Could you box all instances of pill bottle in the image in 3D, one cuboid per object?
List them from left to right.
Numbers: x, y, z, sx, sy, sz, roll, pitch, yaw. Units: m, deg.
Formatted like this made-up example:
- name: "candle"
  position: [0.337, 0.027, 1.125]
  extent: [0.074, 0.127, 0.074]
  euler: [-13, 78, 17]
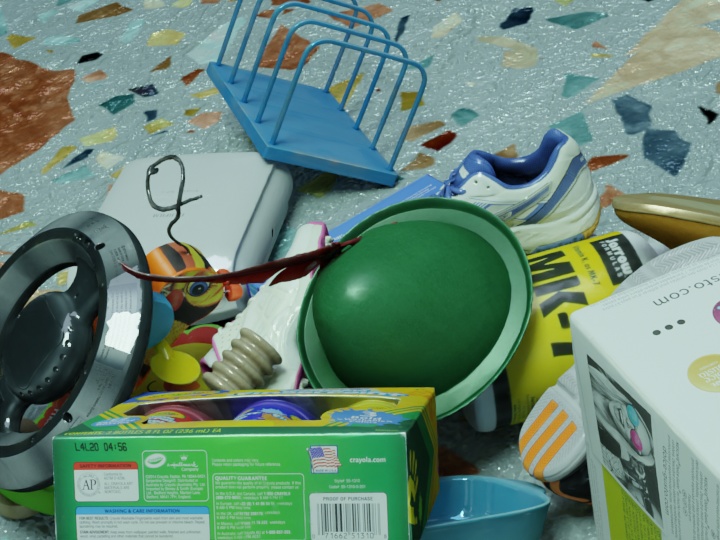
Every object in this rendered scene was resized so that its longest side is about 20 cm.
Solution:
- name: "pill bottle"
  position: [0.162, 0.037, 1.005]
  extent: [0.199, 0.115, 0.115]
  euler: [-16, 35, -5]

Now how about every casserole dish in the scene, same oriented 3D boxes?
- name: "casserole dish"
  position: [0.027, 0.164, 0.874]
  extent: [0.199, 0.039, 0.121]
  euler: [-3, 3, -25]

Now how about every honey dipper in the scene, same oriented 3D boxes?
- name: "honey dipper"
  position: [-0.127, 0.126, 0.940]
  extent: [0.038, 0.038, 0.200]
  euler: [25, 70, 41]

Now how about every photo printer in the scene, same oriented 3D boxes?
- name: "photo printer"
  position: [-0.159, -0.026, 1.224]
  extent: [0.165, 0.070, 0.201]
  euler: [-1, 37, 15]

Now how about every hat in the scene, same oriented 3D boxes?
- name: "hat"
  position: [0.000, 0.000, 0.888]
  extent: [0.165, 0.176, 0.200]
  euler: [37, 82, 32]

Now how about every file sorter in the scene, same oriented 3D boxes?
- name: "file sorter"
  position: [-0.041, -0.189, 1.325]
  extent: [0.138, 0.123, 0.200]
  euler: [11, 25, -29]

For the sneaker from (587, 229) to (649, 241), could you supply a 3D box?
- name: "sneaker"
  position: [0.164, -0.001, 1.084]
  extent: [0.199, 0.082, 0.075]
  euler: [-18, 36, -8]

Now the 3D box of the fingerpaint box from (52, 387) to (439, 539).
- name: "fingerpaint box"
  position: [-0.059, 0.115, 0.824]
  extent: [0.198, 0.074, 0.167]
  euler: [-2, 3, 9]

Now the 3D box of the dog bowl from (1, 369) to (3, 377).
- name: "dog bowl"
  position: [-0.372, 0.089, 1.139]
  extent: [0.199, 0.059, 0.201]
  euler: [-8, 35, 5]

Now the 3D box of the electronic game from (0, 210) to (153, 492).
- name: "electronic game"
  position: [-0.215, 0.054, 0.961]
  extent: [0.199, 0.042, 0.201]
  euler: [-21, 57, 36]

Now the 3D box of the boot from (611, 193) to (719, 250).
- name: "boot"
  position: [0.253, 0.032, 0.934]
  extent: [0.200, 0.145, 0.071]
  euler: [13, 15, 1]

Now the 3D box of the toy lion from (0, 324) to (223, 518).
- name: "toy lion"
  position: [-0.161, 0.111, 1.053]
  extent: [0.190, 0.069, 0.200]
  euler: [10, 40, 16]

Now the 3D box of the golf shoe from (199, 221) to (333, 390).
- name: "golf shoe"
  position: [-0.069, 0.044, 1.029]
  extent: [0.091, 0.076, 0.201]
  euler: [5, 54, 11]

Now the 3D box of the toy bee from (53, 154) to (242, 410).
- name: "toy bee"
  position: [-0.140, 0.027, 1.005]
  extent: [0.200, 0.108, 0.132]
  euler: [-38, 56, 31]

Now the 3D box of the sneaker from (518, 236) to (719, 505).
- name: "sneaker"
  position: [0.200, 0.074, 0.911]
  extent: [0.200, 0.112, 0.078]
  euler: [-49, 35, 14]

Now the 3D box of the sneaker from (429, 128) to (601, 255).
- name: "sneaker"
  position: [0.076, -0.047, 1.036]
  extent: [0.199, 0.089, 0.075]
  euler: [-20, 32, 2]

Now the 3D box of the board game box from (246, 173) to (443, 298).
- name: "board game box"
  position: [0.025, 0.004, 1.151]
  extent: [0.199, 0.045, 0.134]
  euler: [-31, 40, -24]

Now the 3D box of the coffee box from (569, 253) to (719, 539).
- name: "coffee box"
  position: [0.259, 0.117, 0.791]
  extent: [0.199, 0.201, 0.198]
  euler: [-21, 37, -12]
